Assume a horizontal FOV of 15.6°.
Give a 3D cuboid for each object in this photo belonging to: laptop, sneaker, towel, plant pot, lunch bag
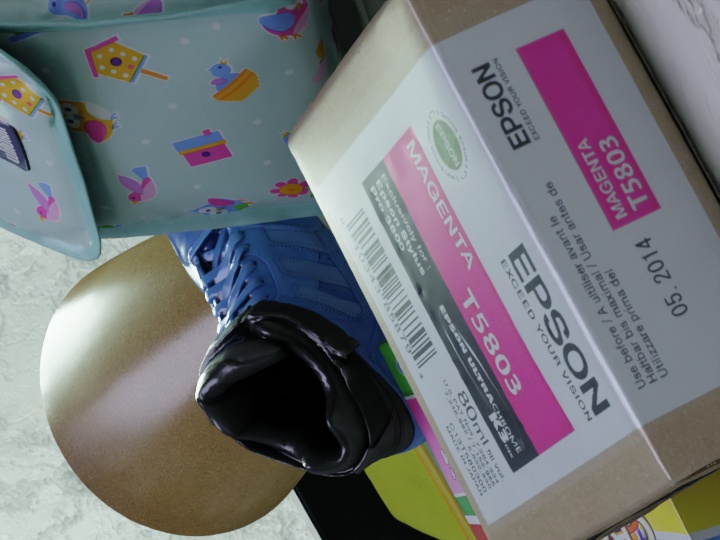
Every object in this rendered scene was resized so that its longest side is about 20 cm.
[{"bbox_3d":[0.025,0.183,1.835,0.188,0.115,0.200,59,171,33],"label":"laptop"},{"bbox_3d":[-0.048,0.014,1.207,0.200,0.111,0.077,45,128,15],"label":"sneaker"},{"bbox_3d":[0.036,0.102,1.330,0.086,0.018,0.200,60,165,-12],"label":"towel"},{"bbox_3d":[-0.071,0.040,1.550,0.187,0.186,0.200,62,148,8],"label":"plant pot"},{"bbox_3d":[-0.112,-0.095,1.156,0.171,0.198,0.123,77,-173,-57],"label":"lunch bag"}]

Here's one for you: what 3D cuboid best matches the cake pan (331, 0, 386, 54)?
[{"bbox_3d":[-0.025,-0.180,1.242,0.201,0.037,0.200,61,172,14],"label":"cake pan"}]

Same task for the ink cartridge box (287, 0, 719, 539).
[{"bbox_3d":[0.065,-0.003,0.962,0.201,0.075,0.165,62,158,9],"label":"ink cartridge box"}]

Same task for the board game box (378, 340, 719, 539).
[{"bbox_3d":[0.102,0.096,1.110,0.201,0.040,0.153,63,149,1],"label":"board game box"}]
